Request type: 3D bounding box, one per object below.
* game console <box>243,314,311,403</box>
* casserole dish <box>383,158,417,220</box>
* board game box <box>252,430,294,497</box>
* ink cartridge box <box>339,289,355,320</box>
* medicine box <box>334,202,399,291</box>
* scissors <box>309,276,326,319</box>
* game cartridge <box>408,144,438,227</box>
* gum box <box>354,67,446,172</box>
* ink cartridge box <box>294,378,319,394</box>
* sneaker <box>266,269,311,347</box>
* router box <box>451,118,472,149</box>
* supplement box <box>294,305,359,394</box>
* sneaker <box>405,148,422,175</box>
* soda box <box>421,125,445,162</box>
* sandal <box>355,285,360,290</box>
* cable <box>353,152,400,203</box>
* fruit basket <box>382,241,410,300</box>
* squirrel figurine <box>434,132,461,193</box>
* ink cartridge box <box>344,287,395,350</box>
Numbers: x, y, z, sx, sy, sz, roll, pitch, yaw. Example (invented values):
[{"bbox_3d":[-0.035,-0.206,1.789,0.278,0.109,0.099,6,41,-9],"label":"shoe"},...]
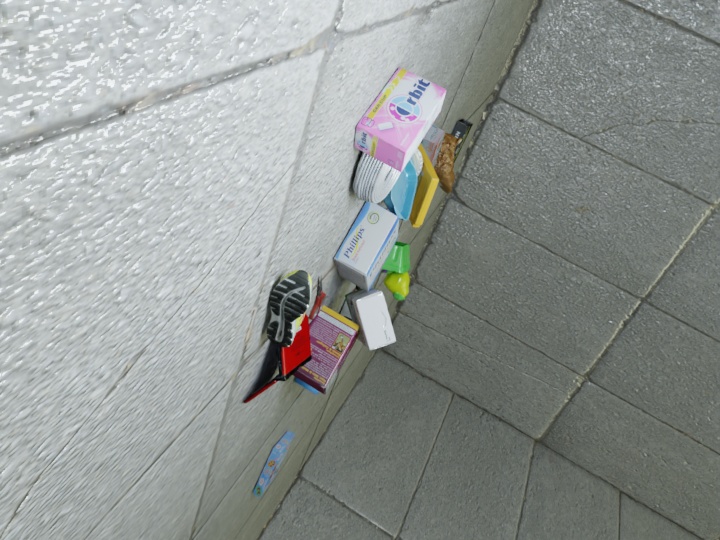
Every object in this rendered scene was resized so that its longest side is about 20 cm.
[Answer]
[{"bbox_3d":[-0.200,0.206,1.428,0.200,0.116,0.177,-25,112,-76],"label":"game console"},{"bbox_3d":[0.105,-0.228,1.607,0.121,0.038,0.204,49,47,-46],"label":"casserole dish"},{"bbox_3d":[-0.316,0.707,2.184,0.203,0.036,0.151,-64,171,15],"label":"board game box"},{"bbox_3d":[-0.029,0.174,2.106,0.203,0.082,0.145,-66,170,23],"label":"ink cartridge box"},{"bbox_3d":[0.020,-0.063,1.622,0.185,0.101,0.200,-61,172,-11],"label":"medicine box"},{"bbox_3d":[-0.104,0.056,1.563,0.073,0.014,0.202,-52,165,-40],"label":"scissors"},{"bbox_3d":[0.166,-0.254,1.767,0.202,0.032,0.179,-104,-155,-47],"label":"game cartridge"},{"bbox_3d":[0.084,-0.313,1.210,0.202,0.112,0.066,-57,171,-26],"label":"gum box"},{"bbox_3d":[-0.119,0.283,1.909,0.203,0.083,0.145,-62,172,-3],"label":"ink cartridge box"},{"bbox_3d":[-0.139,0.061,1.206,0.202,0.077,0.091,-63,-179,42],"label":"sneaker"},{"bbox_3d":[0.416,-0.554,2.603,0.203,0.051,0.157,-66,170,23],"label":"router box"},{"bbox_3d":[-0.102,0.223,1.677,0.202,0.129,0.104,-58,170,-20],"label":"supplement box"},{"bbox_3d":[0.122,-0.271,1.714,0.081,0.075,0.202,-42,160,-39],"label":"sneaker"},{"bbox_3d":[0.213,-0.375,1.914,0.064,0.067,0.201,-57,170,-27],"label":"soda box"},{"bbox_3d":[0.000,0.000,1.882,0.083,0.054,0.201,-59,-173,24],"label":"sandal"},{"bbox_3d":[0.050,-0.247,1.355,0.201,0.068,0.202,-52,167,-49],"label":"cable"},{"bbox_3d":[0.115,-0.001,2.175,0.215,0.152,0.221,14,90,-78],"label":"fruit basket"},{"bbox_3d":[0.296,-0.406,2.107,0.200,0.139,0.190,83,30,-79],"label":"squirrel figurine"},{"bbox_3d":[0.025,0.134,1.723,0.082,0.148,0.200,-17,-175,-10],"label":"ink cartridge box"}]
